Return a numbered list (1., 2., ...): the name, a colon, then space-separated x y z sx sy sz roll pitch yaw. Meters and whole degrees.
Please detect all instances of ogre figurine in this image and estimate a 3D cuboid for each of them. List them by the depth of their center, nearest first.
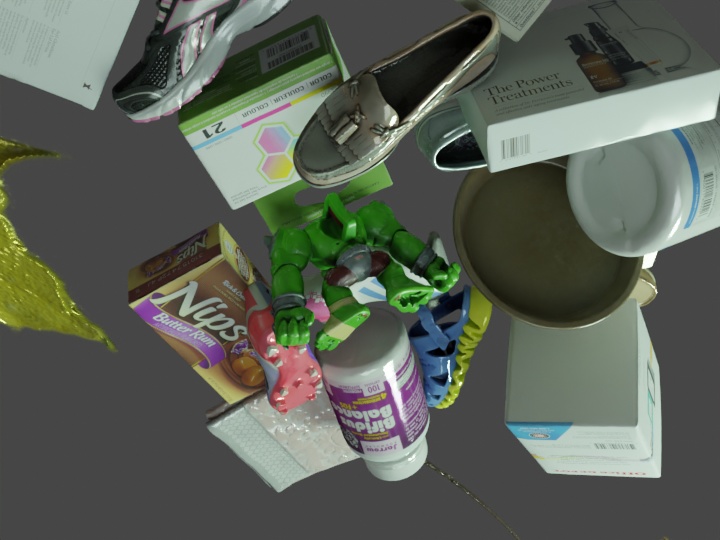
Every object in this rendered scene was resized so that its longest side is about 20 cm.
1. ogre figurine: -0.008 -0.005 0.812 0.197 0.121 0.099 -27 155 -7

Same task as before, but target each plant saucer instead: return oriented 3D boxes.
1. plant saucer: 0.185 -0.036 0.828 0.195 0.204 0.030 -6 160 -9

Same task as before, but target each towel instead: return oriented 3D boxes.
1. towel: -0.076 0.205 1.080 0.188 0.033 0.201 -25 133 9

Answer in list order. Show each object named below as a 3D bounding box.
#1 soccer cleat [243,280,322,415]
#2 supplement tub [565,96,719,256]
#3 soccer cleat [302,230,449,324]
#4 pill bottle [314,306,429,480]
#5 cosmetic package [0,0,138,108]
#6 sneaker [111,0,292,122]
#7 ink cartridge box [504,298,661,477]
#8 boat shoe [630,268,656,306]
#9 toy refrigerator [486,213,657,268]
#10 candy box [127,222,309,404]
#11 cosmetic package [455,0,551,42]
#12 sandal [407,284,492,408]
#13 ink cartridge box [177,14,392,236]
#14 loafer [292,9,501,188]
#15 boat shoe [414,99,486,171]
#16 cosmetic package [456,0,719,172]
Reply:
1. soccer cleat: -0.084 0.087 0.881 0.066 0.077 0.201 -25 151 -11
2. supplement tub: 0.304 -0.098 0.786 0.197 0.132 0.134 -17 140 -33
3. soccer cleat: 0.000 0.000 0.898 0.195 0.070 0.088 -8 115 -7
4. pill bottle: 0.021 0.153 0.984 0.110 0.113 0.203 -17 125 2
5. cosmetic package: -0.235 -0.238 0.613 0.148 0.052 0.201 20 124 -26
6. sneaker: -0.135 -0.213 0.666 0.199 0.081 0.086 -42 122 10
7. ink cartridge box: 0.268 0.145 0.979 0.144 0.149 0.200 -4 151 25
8. boat shoe: 0.272 0.019 0.970 0.196 0.070 0.074 12 128 -23
9. toy refrigerator: 0.218 -0.045 0.895 0.195 0.077 0.071 -5 133 -9
10. candy box: -0.148 0.052 0.906 0.115 0.057 0.201 -25 134 9
11. cosmetic package: 0.076 -0.280 0.648 0.197 0.074 0.104 24 122 -31
12. sandal: 0.095 0.084 0.991 0.085 0.080 0.203 13 129 1
13. ink cartridge box: -0.058 -0.107 0.770 0.145 0.077 0.202 -23 132 7
14. loafer: 0.027 -0.143 0.659 0.198 0.073 0.063 -36 174 -3
15. boat shoe: 0.153 -0.133 0.800 0.196 0.072 0.071 -12 134 -3
16. cosmetic package: 0.184 -0.170 0.721 0.196 0.152 0.052 -14 132 -1
